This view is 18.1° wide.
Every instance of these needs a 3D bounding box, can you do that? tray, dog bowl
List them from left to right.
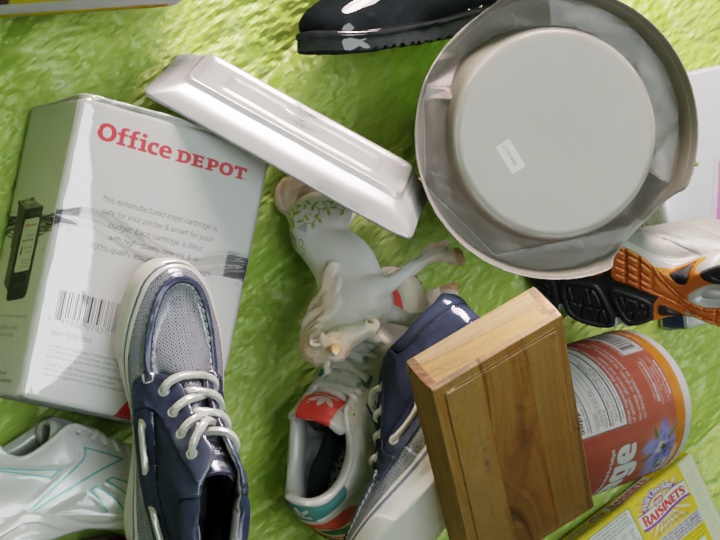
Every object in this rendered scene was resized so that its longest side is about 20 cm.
[{"bbox_3d":[-0.043,-0.092,1.523,0.200,0.107,0.022,29,110,-2],"label":"tray"},{"bbox_3d":[0.095,0.110,1.483,0.099,0.037,0.200,-30,138,-14],"label":"tray"},{"bbox_3d":[0.128,-0.094,1.554,0.200,0.059,0.200,0,92,-10],"label":"dog bowl"}]

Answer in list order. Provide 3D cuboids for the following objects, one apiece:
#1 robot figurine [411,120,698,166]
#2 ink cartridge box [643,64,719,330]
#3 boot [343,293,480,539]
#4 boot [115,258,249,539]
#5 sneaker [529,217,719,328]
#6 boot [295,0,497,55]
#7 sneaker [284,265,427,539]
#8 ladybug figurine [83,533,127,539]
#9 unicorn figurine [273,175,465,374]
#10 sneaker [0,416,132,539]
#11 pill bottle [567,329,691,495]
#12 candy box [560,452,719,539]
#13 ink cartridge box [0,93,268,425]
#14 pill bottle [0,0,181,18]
[{"bbox_3d":[0.142,-0.099,1.646,0.200,0.116,0.176,-7,67,-12],"label":"robot figurine"},{"bbox_3d":[0.309,-0.069,1.806,0.200,0.043,0.196,-15,96,-29],"label":"ink cartridge box"},{"bbox_3d":[0.035,0.115,1.544,0.200,0.090,0.073,-52,149,11],"label":"boot"},{"bbox_3d":[-0.103,0.094,1.424,0.073,0.090,0.200,-5,95,-31],"label":"boot"},{"bbox_3d":[0.226,-0.005,1.713,0.200,0.092,0.076,8,119,8],"label":"sneaker"},{"bbox_3d":[0.026,-0.244,1.617,0.200,0.076,0.168,-15,100,-37],"label":"boot"},{"bbox_3d":[-0.004,0.087,1.579,0.093,0.070,0.200,35,71,-65],"label":"sneaker"},{"bbox_3d":[-0.170,0.268,1.495,0.136,0.072,0.200,19,79,-29],"label":"ladybug figurine"},{"bbox_3d":[0.000,0.000,1.567,0.137,0.200,0.074,-18,136,-19],"label":"unicorn figurine"},{"bbox_3d":[-0.175,0.135,1.497,0.200,0.070,0.080,-5,89,-30],"label":"sneaker"},{"bbox_3d":[0.137,0.116,1.641,0.200,0.112,0.112,-15,97,-41],"label":"pill bottle"},{"bbox_3d":[0.201,0.234,1.744,0.200,0.026,0.102,-33,103,-27],"label":"candy box"},{"bbox_3d":[-0.157,-0.002,1.500,0.145,0.083,0.200,15,82,-30],"label":"ink cartridge box"},{"bbox_3d":[-0.176,-0.223,1.479,0.200,0.109,0.109,-8,93,-31],"label":"pill bottle"}]
